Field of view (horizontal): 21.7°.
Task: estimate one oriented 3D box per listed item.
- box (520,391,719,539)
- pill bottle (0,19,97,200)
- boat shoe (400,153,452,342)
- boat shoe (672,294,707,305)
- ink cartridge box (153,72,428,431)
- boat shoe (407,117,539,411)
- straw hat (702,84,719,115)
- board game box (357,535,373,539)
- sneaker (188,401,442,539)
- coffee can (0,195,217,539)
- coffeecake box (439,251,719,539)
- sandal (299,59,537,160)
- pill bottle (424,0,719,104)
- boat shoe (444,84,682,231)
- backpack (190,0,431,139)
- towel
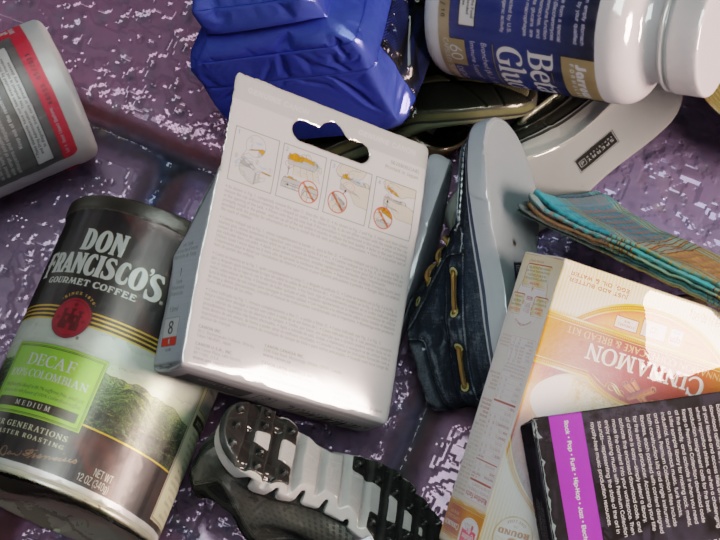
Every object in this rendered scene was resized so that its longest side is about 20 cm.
[{"bbox_3d":[0.209,0.152,1.180,0.198,0.036,0.144,-7,81,-11],"label":"box"},{"bbox_3d":[-0.300,-0.094,1.354,0.199,0.111,0.111,-25,70,-10],"label":"pill bottle"},{"bbox_3d":[0.000,0.002,1.343,0.085,0.075,0.203,18,79,10],"label":"boat shoe"},{"bbox_3d":[0.164,0.084,1.312,0.199,0.060,0.072,-34,73,-13],"label":"boat shoe"},{"bbox_3d":[-0.044,-0.010,1.251,0.161,0.050,0.202,19,69,-28],"label":"ink cartridge box"},{"bbox_3d":[0.074,-0.002,1.313,0.090,0.071,0.202,-12,78,35],"label":"boat shoe"},{"bbox_3d":[0.311,-0.118,1.377,0.199,0.085,0.202,8,46,-8],"label":"straw hat"},{"bbox_3d":[-0.077,0.242,1.175,0.199,0.199,0.044,-21,70,-8],"label":"board game box"},{"bbox_3d":[-0.031,0.161,1.270,0.199,0.090,0.067,31,46,-21],"label":"sneaker"},{"bbox_3d":[-0.168,0.072,1.270,0.145,0.147,0.201,18,70,7],"label":"coffee can"},{"bbox_3d":[0.158,0.107,1.238,0.152,0.073,0.202,17,89,-17],"label":"coffeecake box"},{"bbox_3d":[0.035,-0.107,1.392,0.199,0.058,0.080,-16,37,12],"label":"sandal"},{"bbox_3d":[0.154,-0.176,1.306,0.199,0.111,0.112,13,68,26],"label":"pill bottle"},{"bbox_3d":[0.142,-0.090,1.384,0.199,0.071,0.064,-34,39,-4],"label":"boat shoe"},{"bbox_3d":[-0.024,-0.216,1.357,0.161,0.168,0.201,1,53,26],"label":"backpack"},{"bbox_3d":[0.220,-0.008,1.293,0.199,0.146,0.022,27,104,25],"label":"towel"}]
